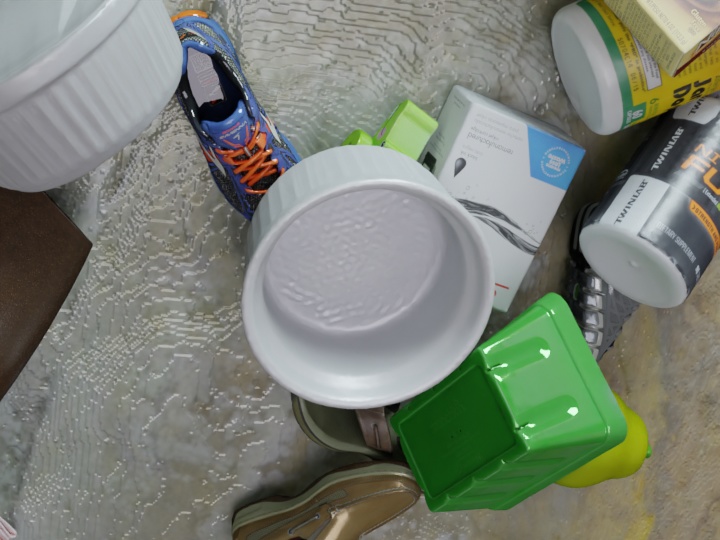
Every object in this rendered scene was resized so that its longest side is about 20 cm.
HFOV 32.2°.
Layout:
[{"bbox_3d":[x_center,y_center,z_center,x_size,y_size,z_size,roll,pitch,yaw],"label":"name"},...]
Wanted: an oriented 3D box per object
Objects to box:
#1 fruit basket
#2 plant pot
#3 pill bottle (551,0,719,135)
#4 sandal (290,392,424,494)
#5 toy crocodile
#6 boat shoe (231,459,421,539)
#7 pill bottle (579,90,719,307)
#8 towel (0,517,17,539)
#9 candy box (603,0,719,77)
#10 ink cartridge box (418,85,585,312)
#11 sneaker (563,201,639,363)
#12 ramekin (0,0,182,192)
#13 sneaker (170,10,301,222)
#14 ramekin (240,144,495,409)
[{"bbox_3d":[0.157,0.124,1.083,0.213,0.216,0.157,-25,74,-2],"label":"fruit basket"},{"bbox_3d":[-0.313,0.014,0.974,0.200,0.187,0.187,-45,115,-8],"label":"plant pot"},{"bbox_3d":[0.270,-0.199,1.040,0.198,0.113,0.114,-22,115,-4],"label":"pill bottle"},{"bbox_3d":[0.018,0.135,1.132,0.200,0.081,0.057,32,138,-30],"label":"sandal"},{"bbox_3d":[-0.008,-0.057,1.062,0.067,0.062,0.200,38,99,-23],"label":"toy crocodile"},{"bbox_3d":[-0.030,0.236,1.132,0.198,0.077,0.072,-26,130,24],"label":"boat shoe"},{"bbox_3d":[0.280,-0.075,1.071,0.106,0.106,0.201,46,69,-24],"label":"pill bottle"},{"bbox_3d":[-0.406,0.179,1.022,0.198,0.032,0.192,-16,124,37],"label":"towel"},{"bbox_3d":[0.225,-0.266,0.970,0.115,0.055,0.201,-37,78,-5],"label":"candy box"},{"bbox_3d":[0.096,-0.043,1.088,0.115,0.068,0.202,19,107,-18],"label":"ink cartridge box"},{"bbox_3d":[0.245,0.040,1.153,0.114,0.075,0.203,3,110,-16],"label":"sneaker"},{"bbox_3d":[-0.219,-0.145,0.910,0.201,0.203,0.095,-34,122,2],"label":"ramekin"},{"bbox_3d":[-0.103,-0.109,1.001,0.075,0.079,0.201,-32,107,3],"label":"sneaker"},{"bbox_3d":[0.000,0.000,0.991,0.197,0.098,0.203,-5,119,-8],"label":"ramekin"}]
